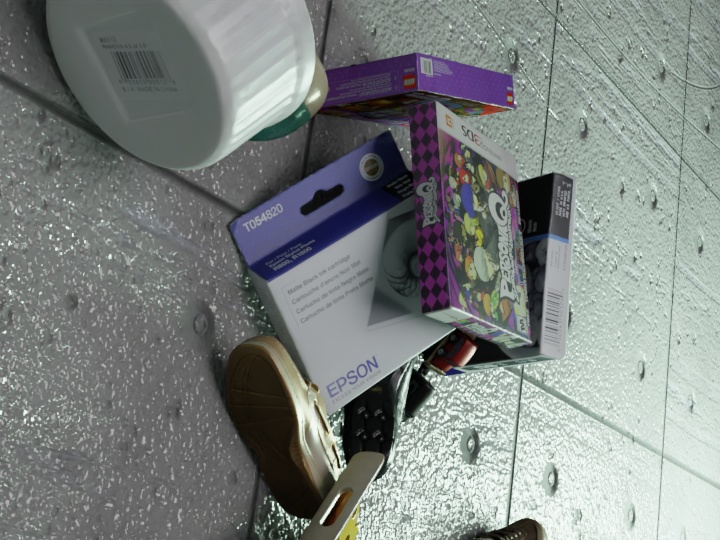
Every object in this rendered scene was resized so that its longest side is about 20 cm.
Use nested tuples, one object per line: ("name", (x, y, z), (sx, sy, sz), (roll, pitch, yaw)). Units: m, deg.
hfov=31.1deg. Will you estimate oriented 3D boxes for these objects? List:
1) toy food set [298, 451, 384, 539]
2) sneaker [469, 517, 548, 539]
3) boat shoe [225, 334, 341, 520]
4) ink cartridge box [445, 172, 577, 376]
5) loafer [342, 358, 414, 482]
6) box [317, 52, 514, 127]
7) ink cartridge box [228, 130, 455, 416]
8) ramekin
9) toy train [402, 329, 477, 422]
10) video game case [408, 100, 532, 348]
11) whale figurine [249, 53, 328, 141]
("toy food set", (-0.016, 0.279, 1.181), (0.144, 0.060, 0.201), (-53, 155, -44))
("sneaker", (0.158, 0.330, 1.481), (0.200, 0.070, 0.076), (-42, 120, -50))
("boat shoe", (-0.065, 0.132, 1.169), (0.069, 0.073, 0.201), (-56, 140, -46))
("ink cartridge box", (0.148, 0.008, 1.402), (0.043, 0.199, 0.200), (16, 72, -32))
("loafer", (0.014, 0.118, 1.300), (0.071, 0.067, 0.202), (106, -6, -56))
("box", (0.052, -0.180, 1.309), (0.199, 0.136, 0.040), (-1, 87, -56))
("ink cartridge box", (0.000, 0.000, 1.215), (0.199, 0.040, 0.201), (-33, 110, -23))
("ramekin", (-0.141, -0.173, 0.973), (0.098, 0.199, 0.202), (-47, 125, -37))
("toy train", (0.095, 0.078, 1.335), (0.200, 0.046, 0.034), (-50, 132, 6))
("video game case", (0.107, -0.039, 1.240), (0.181, 0.036, 0.202), (24, 59, -56))
("whale figurine", (-0.115, -0.188, 1.079), (0.104, 0.159, 0.200), (-44, 132, -2))
